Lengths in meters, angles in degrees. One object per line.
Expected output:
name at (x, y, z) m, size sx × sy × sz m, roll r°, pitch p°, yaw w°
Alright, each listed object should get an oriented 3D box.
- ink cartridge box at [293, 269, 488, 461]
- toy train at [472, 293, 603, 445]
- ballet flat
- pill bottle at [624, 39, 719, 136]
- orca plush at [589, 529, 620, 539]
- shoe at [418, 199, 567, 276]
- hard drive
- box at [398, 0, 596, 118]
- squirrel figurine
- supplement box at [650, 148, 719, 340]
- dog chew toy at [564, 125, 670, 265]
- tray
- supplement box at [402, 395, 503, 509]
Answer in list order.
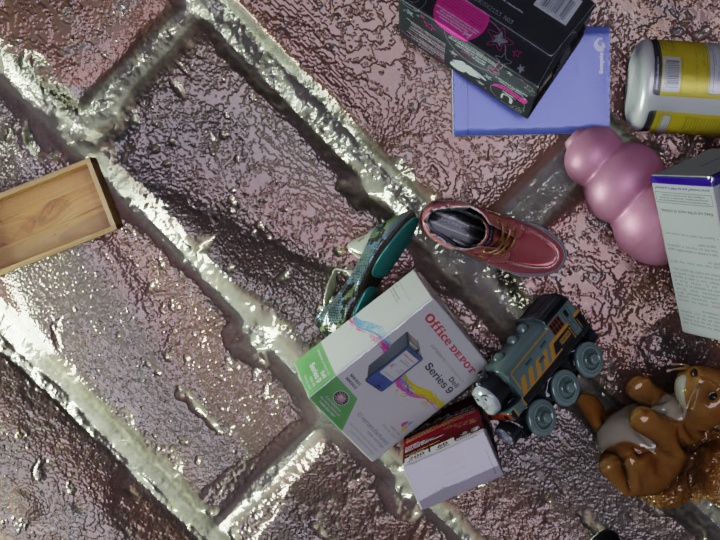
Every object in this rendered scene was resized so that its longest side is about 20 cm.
ink cartridge box at (0.041, 0.120, 1.333) m, size 0.200 × 0.088 × 0.145 m, roll -38°, pitch 121°, yaw 3°
toy train at (0.220, 0.122, 1.324) m, size 0.200 × 0.085 × 0.114 m, roll -45°, pitch 105°, yaw -25°
ballet flat at (0.000, 0.000, 1.362) m, size 0.074 × 0.074 × 0.201 m, roll 30°, pitch 93°, yaw -1°
pill bottle at (0.433, -0.221, 1.293) m, size 0.198 × 0.112 × 0.113 m, roll 5°, pitch 96°, yaw 2°
orca plush at (0.293, 0.443, 1.388) m, size 0.105 × 0.071 × 0.200 m, roll 37°, pitch 96°, yaw -1°
shoe at (0.169, -0.038, 1.334) m, size 0.199 × 0.091 × 0.072 m, roll 19°, pitch 96°, yaw 1°
hard drive at (0.217, -0.240, 1.345) m, size 0.198 × 0.025 × 0.133 m, roll -1°, pitch 96°, yaw 3°
box at (0.161, -0.303, 1.273) m, size 0.199 × 0.115 × 0.133 m, roll 35°, pitch 82°, yaw 7°
squirrel figurine at (0.404, 0.205, 1.320) m, size 0.186 × 0.142 × 0.200 m, roll -37°, pitch 111°, yaw 18°
supplement box at (0.420, -0.029, 1.209) m, size 0.101 × 0.103 × 0.201 m, roll -22°, pitch 105°, yaw -23°
dog chew toy at (0.336, -0.101, 1.311) m, size 0.200 × 0.125 × 0.125 m, roll 44°, pitch 96°, yaw 6°
tray at (-0.424, -0.066, 1.387) m, size 0.199 × 0.037 × 0.099 m, roll -21°, pitch 94°, yaw 4°
supplement box at (0.112, 0.221, 1.308) m, size 0.108 × 0.200 × 0.061 m, roll -24°, pitch 93°, yaw 5°
